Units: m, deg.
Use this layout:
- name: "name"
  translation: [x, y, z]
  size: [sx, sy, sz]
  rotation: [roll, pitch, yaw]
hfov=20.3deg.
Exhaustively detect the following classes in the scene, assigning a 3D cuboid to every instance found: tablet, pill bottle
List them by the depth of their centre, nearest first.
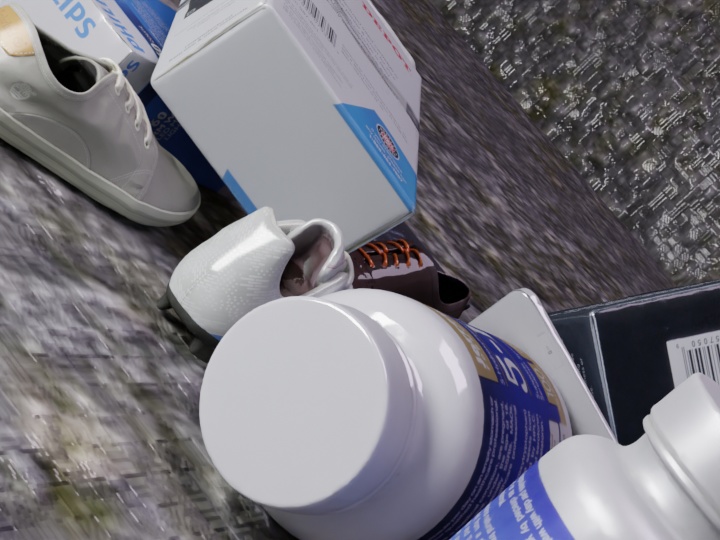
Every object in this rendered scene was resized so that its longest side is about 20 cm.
- name: "pill bottle"
  translation: [0.082, 0.135, 0.769]
  size: [0.112, 0.200, 0.112]
  rotation: [44, 12, -12]
- name: "pill bottle"
  translation: [0.012, 0.073, 0.923]
  size: [0.120, 0.120, 0.200]
  rotation: [53, 12, 24]
- name: "tablet"
  translation: [0.103, 0.117, 1.039]
  size: [0.201, 0.014, 0.130]
  rotation: [62, -31, 8]

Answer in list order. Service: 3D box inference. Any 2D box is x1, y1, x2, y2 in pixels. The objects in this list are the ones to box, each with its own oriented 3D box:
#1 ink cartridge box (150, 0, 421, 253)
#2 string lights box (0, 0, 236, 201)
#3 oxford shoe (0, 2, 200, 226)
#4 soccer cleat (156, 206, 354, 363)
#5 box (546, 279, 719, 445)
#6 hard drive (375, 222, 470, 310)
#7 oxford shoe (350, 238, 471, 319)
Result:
- name: "ink cartridge box"
  translation: [-0.037, -0.110, 1.161]
  size: [0.145, 0.083, 0.200]
  rotation: [53, 18, -20]
- name: "string lights box"
  translation: [-0.127, -0.117, 1.189]
  size: [0.103, 0.059, 0.200]
  rotation: [53, 13, 25]
- name: "oxford shoe"
  translation: [-0.136, -0.078, 1.038]
  size: [0.075, 0.058, 0.200]
  rotation: [53, 11, 35]
- name: "soccer cleat"
  translation: [-0.027, 0.016, 1.047]
  size: [0.070, 0.086, 0.200]
  rotation: [52, 12, 20]
- name: "box"
  translation: [0.154, 0.068, 1.125]
  size: [0.200, 0.148, 0.108]
  rotation: [167, -87, -68]
- name: "hard drive"
  translation: [-0.012, -0.043, 1.404]
  size: [0.200, 0.042, 0.135]
  rotation: [51, 12, 15]
- name: "oxford shoe"
  translation: [0.000, 0.000, 1.230]
  size: [0.071, 0.072, 0.200]
  rotation: [55, 14, 30]
